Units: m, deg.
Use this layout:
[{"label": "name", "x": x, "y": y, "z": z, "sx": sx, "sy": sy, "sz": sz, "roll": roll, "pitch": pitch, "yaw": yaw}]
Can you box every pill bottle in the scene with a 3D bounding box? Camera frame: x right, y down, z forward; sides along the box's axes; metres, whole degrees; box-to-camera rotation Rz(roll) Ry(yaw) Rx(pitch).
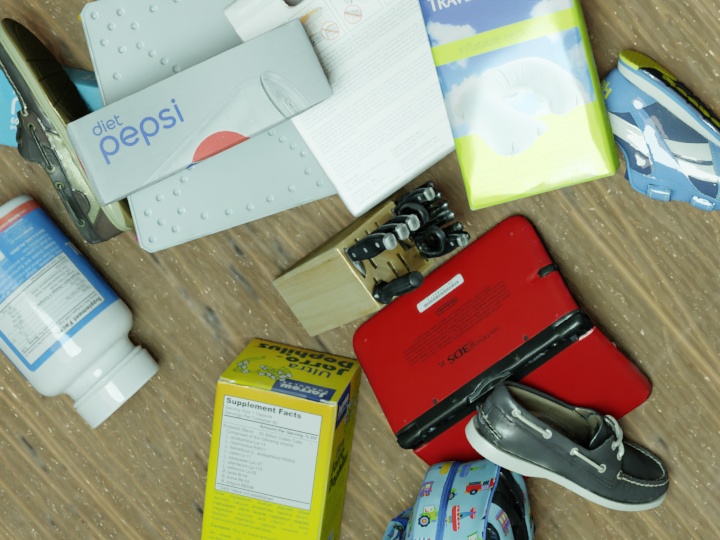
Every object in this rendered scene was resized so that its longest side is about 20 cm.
[{"label": "pill bottle", "x": -0.276, "y": 0.041, "z": 1.239, "sx": 0.112, "sy": 0.112, "sz": 0.200, "roll": -39, "pitch": 95, "yaw": 19}]

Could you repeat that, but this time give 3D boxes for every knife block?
[{"label": "knife block", "x": 0.000, "y": 0.000, "z": 1.131, "sx": 0.199, "sy": 0.176, "sz": 0.064, "roll": -35, "pitch": 95, "yaw": 19}]

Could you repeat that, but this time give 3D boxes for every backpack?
[{"label": "backpack", "x": 0.078, "y": 0.255, "z": 1.168, "sx": 0.133, "sy": 0.183, "sz": 0.202, "roll": 6, "pitch": 122, "yaw": 16}]

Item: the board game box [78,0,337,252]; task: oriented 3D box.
[{"label": "board game box", "x": -0.116, "y": -0.139, "z": 1.136, "sx": 0.198, "sy": 0.026, "sz": 0.203, "roll": -19, "pitch": 104, "yaw": -25}]

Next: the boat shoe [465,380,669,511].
[{"label": "boat shoe", "x": 0.185, "y": 0.144, "z": 1.158, "sx": 0.198, "sy": 0.074, "sz": 0.061, "roll": 22, "pitch": 117, "yaw": -17}]

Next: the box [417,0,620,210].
[{"label": "box", "x": 0.121, "y": -0.160, "z": 1.075, "sx": 0.120, "sy": 0.048, "sz": 0.203, "roll": -14, "pitch": 97, "yaw": 16}]

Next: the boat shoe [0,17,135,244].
[{"label": "boat shoe", "x": -0.256, "y": -0.111, "z": 1.145, "sx": 0.064, "sy": 0.073, "sz": 0.201, "roll": -30, "pitch": 97, "yaw": 14}]

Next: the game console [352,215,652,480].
[{"label": "game console", "x": 0.122, "y": 0.081, "z": 1.210, "sx": 0.199, "sy": 0.118, "sz": 0.174, "roll": -36, "pitch": 64, "yaw": 19}]

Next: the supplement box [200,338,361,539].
[{"label": "supplement box", "x": -0.072, "y": 0.180, "z": 1.233, "sx": 0.107, "sy": 0.110, "sz": 0.203, "roll": 11, "pitch": 108, "yaw": 9}]

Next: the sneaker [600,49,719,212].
[{"label": "sneaker", "x": 0.263, "y": -0.085, "z": 1.105, "sx": 0.200, "sy": 0.074, "sz": 0.082, "roll": 44, "pitch": 112, "yaw": 6}]

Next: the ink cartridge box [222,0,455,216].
[{"label": "ink cartridge box", "x": 0.006, "y": -0.172, "z": 1.134, "sx": 0.160, "sy": 0.050, "sz": 0.201, "roll": -34, "pitch": 93, "yaw": 6}]

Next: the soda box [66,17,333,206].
[{"label": "soda box", "x": -0.124, "y": -0.121, "z": 1.065, "sx": 0.198, "sy": 0.063, "sz": 0.069, "roll": -26, "pitch": 96, "yaw": -11}]

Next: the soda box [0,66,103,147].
[{"label": "soda box", "x": -0.213, "y": -0.130, "z": 1.202, "sx": 0.197, "sy": 0.064, "sz": 0.069, "roll": 12, "pitch": 108, "yaw": 10}]
